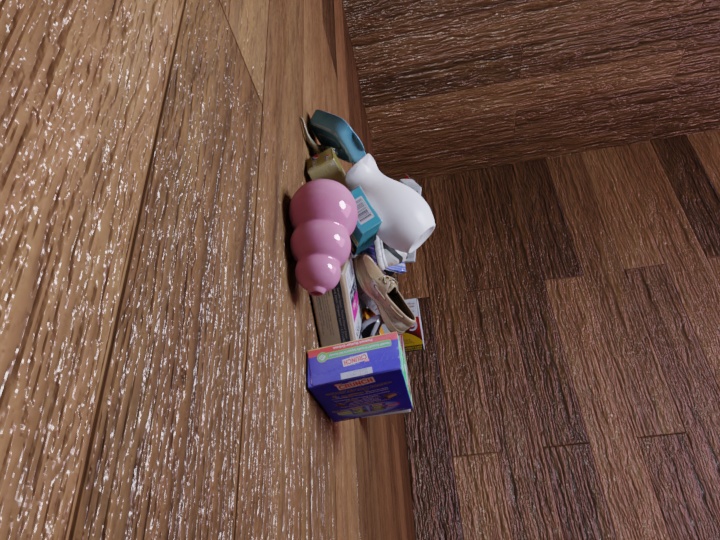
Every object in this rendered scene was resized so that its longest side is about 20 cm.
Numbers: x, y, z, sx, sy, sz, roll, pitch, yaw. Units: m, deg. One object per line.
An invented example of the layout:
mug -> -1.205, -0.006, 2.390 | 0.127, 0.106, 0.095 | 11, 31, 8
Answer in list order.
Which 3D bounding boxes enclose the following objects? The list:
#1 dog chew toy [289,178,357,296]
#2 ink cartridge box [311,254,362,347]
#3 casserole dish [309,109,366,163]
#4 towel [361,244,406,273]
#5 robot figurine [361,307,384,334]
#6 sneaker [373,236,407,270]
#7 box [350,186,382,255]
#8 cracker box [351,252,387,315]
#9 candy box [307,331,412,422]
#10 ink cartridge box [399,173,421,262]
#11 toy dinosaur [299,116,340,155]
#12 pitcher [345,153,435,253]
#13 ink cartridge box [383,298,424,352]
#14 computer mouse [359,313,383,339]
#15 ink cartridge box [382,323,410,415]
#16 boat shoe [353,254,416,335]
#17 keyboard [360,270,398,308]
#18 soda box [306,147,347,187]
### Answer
dog chew toy -> -0.069, -0.054, 0.912 | 0.125, 0.122, 0.203 | 68, 24, -64
ink cartridge box -> -0.048, 0.061, 1.110 | 0.200, 0.074, 0.168 | -79, 159, -74
casserole dish -> -0.060, -0.311, 1.240 | 0.200, 0.039, 0.122 | 39, -13, 51
towel -> 0.054, -0.100, 1.312 | 0.143, 0.024, 0.203 | 16, 60, -40
robot figurine -> 0.018, 0.199, 1.264 | 0.058, 0.144, 0.203 | -1, 68, -45
sneaker -> 0.064, -0.102, 1.242 | 0.074, 0.079, 0.204 | 54, 27, -75
box -> -0.008, -0.096, 1.076 | 0.083, 0.049, 0.200 | 57, -10, 7
cracker box -> 0.000, 0.000, 1.273 | 0.200, 0.057, 0.134 | 49, 17, -15
candy box -> 0.004, 0.204, 0.978 | 0.201, 0.166, 0.078 | 72, 8, -56
ink cartridge box -> 0.117, -0.146, 1.423 | 0.174, 0.043, 0.203 | -114, -156, -66
toy dinosaur -> -0.085, -0.272, 1.228 | 0.088, 0.048, 0.200 | 37, -9, 23
pitcher -> 0.061, -0.128, 1.123 | 0.200, 0.121, 0.172 | 47, -7, 14
ink cartridge box -> 0.082, 0.185, 1.528 | 0.084, 0.196, 0.178 | -88, 167, -54
computer mouse -> -0.004, 0.182, 1.187 | 0.203, 0.043, 0.110 | -66, 169, 5
ink cartridge box -> 0.052, 0.268, 1.415 | 0.145, 0.143, 0.203 | -87, 166, -59
boat shoe -> 0.056, 0.042, 1.166 | 0.071, 0.064, 0.202 | -16, 70, -52
keyboard -> 0.043, 0.046, 1.455 | 0.021, 0.201, 0.127 | 37, -4, 41
soda box -> -0.048, -0.170, 1.191 | 0.064, 0.067, 0.201 | -101, 165, -53
